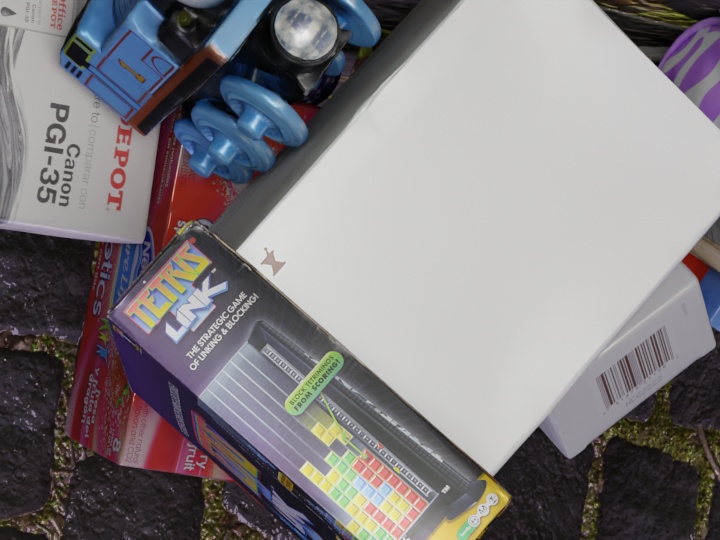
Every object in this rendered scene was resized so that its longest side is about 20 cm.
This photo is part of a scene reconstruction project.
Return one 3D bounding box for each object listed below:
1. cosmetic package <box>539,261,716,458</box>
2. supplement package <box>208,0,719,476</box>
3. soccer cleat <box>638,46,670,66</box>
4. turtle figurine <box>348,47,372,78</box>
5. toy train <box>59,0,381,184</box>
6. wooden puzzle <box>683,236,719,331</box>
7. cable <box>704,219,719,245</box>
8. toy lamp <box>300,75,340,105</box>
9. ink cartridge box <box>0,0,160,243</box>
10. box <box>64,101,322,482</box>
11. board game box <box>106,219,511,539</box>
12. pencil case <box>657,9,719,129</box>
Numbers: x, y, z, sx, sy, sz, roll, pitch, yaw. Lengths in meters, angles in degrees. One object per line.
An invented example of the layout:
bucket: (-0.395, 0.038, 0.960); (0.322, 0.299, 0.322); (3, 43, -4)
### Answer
cosmetic package: (0.082, -0.011, 1.285); (0.200, 0.101, 0.071); (50, 173, 34)
supplement package: (0.040, -0.023, 1.116); (0.147, 0.191, 0.200); (43, 173, -8)
soccer cleat: (0.190, -0.081, 1.309); (0.199, 0.069, 0.085); (12, 173, -35)
turtle figurine: (0.077, -0.090, 1.468); (0.160, 0.065, 0.200); (16, -168, 12)
toy train: (-0.068, -0.105, 1.127); (0.114, 0.087, 0.200); (37, 165, -8)
wooden puzzle: (0.220, 0.025, 1.330); (0.185, 0.046, 0.200); (31, -179, -28)
cable: (0.130, -0.017, 1.502); (0.199, 0.070, 0.200); (20, -140, 10)
toy lamp: (-0.046, -0.120, 1.319); (0.058, 0.059, 0.200); (8, 178, 4)
ink cartridge box: (-0.200, -0.099, 1.235); (0.199, 0.148, 0.083); (8, 179, -29)
box: (-0.079, 0.004, 1.295); (0.099, 0.201, 0.095); (11, -178, -26)
board game box: (-0.024, 0.070, 1.026); (0.165, 0.057, 0.200); (40, 170, 6)
pencil case: (0.237, -0.070, 1.210); (0.199, 0.084, 0.086); (7, 141, -30)
